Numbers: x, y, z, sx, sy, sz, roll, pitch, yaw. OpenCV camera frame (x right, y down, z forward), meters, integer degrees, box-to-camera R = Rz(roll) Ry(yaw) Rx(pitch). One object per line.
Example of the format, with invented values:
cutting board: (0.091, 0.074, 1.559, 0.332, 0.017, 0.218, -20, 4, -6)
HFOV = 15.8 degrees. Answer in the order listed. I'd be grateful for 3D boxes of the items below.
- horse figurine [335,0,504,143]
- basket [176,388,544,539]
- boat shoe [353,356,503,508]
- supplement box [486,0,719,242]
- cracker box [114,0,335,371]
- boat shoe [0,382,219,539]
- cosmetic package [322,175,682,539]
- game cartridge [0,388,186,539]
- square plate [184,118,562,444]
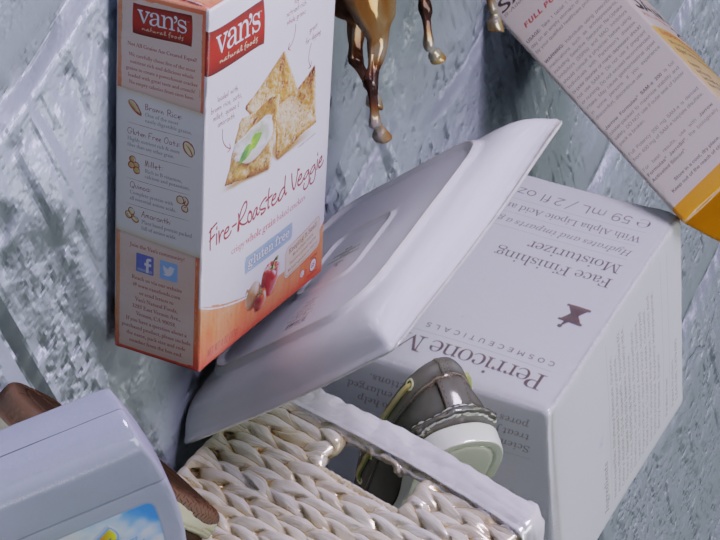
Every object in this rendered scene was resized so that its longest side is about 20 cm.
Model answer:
horse figurine: (0.019, -0.159, 1.459, 0.200, 0.050, 0.133, -43, 130, -39)
basket: (-0.016, 0.201, 1.437, 0.161, 0.198, 0.201, -43, 145, -32)
boat shoe: (0.032, 0.119, 1.520, 0.202, 0.072, 0.061, 116, -39, -58)
supplement box: (0.186, -0.117, 1.669, 0.074, 0.200, 0.126, -44, 160, 12)
cracker box: (-0.069, -0.068, 1.326, 0.134, 0.057, 0.201, -40, 139, -52)
boat shoe: (-0.143, 0.115, 1.283, 0.075, 0.075, 0.202, -52, 149, 0)
cosmetic package: (0.091, 0.065, 1.627, 0.200, 0.164, 0.166, -52, 148, -41)
game cartridge: (-0.147, 0.143, 1.217, 0.133, 0.041, 0.201, -25, 143, -19)
square plate: (0.000, 0.000, 1.416, 0.028, 0.200, 0.198, 48, 50, -13)
